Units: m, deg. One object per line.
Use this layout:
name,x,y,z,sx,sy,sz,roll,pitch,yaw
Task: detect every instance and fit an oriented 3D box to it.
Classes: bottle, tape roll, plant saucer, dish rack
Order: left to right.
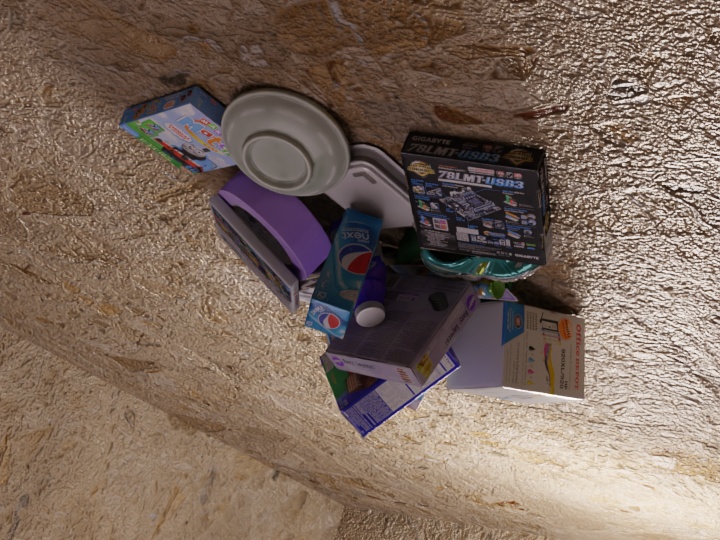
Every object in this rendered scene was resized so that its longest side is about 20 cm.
tape roll,-0.139,-0.078,1.729,0.200,0.066,0.200,42,167,12
plant saucer,-0.114,-0.170,1.539,0.198,0.051,0.201,13,141,10
bottle,0.000,0.000,1.715,0.082,0.201,0.066,-9,138,-3
dish rack,0.015,-0.117,1.642,0.171,0.044,0.200,-3,149,46
tape roll,0.159,-0.007,1.777,0.198,0.049,0.201,17,158,7

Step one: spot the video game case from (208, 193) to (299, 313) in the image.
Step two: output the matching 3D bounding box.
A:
video game case,-0.175,-0.025,1.789,0.200,0.023,0.182,47,168,10

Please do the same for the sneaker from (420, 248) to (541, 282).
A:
sneaker,0.188,-0.025,1.618,0.198,0.078,0.080,-6,163,16

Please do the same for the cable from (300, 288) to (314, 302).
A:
cable,-0.077,0.018,1.936,0.198,0.070,0.199,16,170,-30

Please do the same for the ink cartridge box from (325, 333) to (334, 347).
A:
ink cartridge box,0.011,0.114,1.924,0.145,0.087,0.200,-15,159,-6

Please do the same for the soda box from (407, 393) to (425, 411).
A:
soda box,0.114,0.146,1.866,0.063,0.201,0.069,27,135,4

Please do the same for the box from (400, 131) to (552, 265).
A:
box,0.166,-0.098,1.499,0.198,0.050,0.200,9,142,21

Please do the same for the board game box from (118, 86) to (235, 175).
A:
board game box,-0.260,-0.212,1.652,0.199,0.037,0.151,-6,147,46

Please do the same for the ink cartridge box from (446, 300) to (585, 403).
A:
ink cartridge box,0.272,0.144,1.846,0.198,0.149,0.144,13,166,-35

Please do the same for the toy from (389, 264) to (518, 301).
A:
toy,0.147,0.034,1.755,0.199,0.048,0.115,-3,149,42

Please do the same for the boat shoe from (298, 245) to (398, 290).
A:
boat shoe,-0.019,0.014,1.814,0.198,0.074,0.074,-12,-164,-12

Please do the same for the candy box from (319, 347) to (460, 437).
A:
candy box,0.044,0.148,1.747,0.077,0.199,0.169,51,-174,-31

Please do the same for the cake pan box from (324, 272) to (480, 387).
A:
cake pan box,0.063,0.087,1.678,0.199,0.185,0.053,5,136,44

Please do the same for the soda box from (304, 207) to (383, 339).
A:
soda box,-0.023,0.002,1.614,0.063,0.201,0.068,18,138,2
